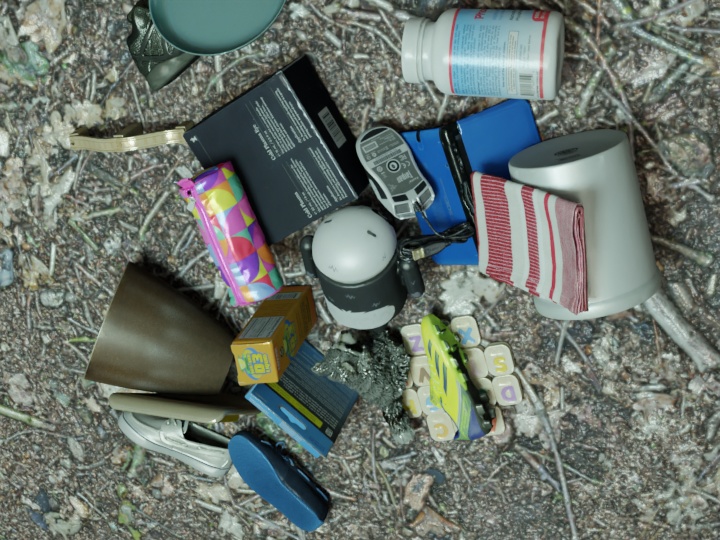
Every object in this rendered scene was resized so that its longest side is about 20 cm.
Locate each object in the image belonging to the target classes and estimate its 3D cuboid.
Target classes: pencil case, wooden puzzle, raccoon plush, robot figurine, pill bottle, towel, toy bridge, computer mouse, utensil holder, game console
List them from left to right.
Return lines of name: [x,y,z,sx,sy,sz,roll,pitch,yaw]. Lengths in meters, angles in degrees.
toy bridge: [-0.338,-0.193,1.658,0.197,0.067,0.028,-1,112,18]
wooden puzzle: [-0.262,0.210,1.734,0.182,0.200,0.038,6,90,14]
pencil case: [-0.178,-0.048,1.548,0.087,0.089,0.202,-19,107,23]
robot figurine: [0.002,-0.001,1.588,0.148,0.126,0.201,-20,140,-4]
raccoon plush: [0.016,0.177,1.651,0.096,0.133,0.202,-26,92,40]
computer mouse: [0.061,-0.105,1.533,0.109,0.044,0.202,-26,73,-13]
game console: [0.161,-0.121,1.566,0.169,0.118,0.203,1,116,50]
pill bottle: [0.156,-0.277,1.449,0.197,0.109,0.110,5,114,14]
towel: [0.208,-0.038,1.430,0.199,0.023,0.146,26,130,52]
utensil holder: [0.288,-0.063,1.472,0.168,0.170,0.203,-10,106,20]

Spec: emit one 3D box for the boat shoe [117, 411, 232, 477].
boat shoe: [-0.294,0.264,1.839,0.198,0.072,0.066,27,113,3]

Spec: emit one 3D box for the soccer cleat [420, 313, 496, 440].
soccer cleat: [0.125,0.161,1.655,0.083,0.065,0.202,-22,103,25]

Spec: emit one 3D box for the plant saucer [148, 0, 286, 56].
plant saucer: [-0.183,-0.368,1.502,0.197,0.027,0.203,-4,71,12]

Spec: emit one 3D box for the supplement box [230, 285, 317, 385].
supplement box: [-0.122,0.090,1.638,0.068,0.200,0.068,-3,112,18]

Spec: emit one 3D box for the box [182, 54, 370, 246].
box: [-0.111,-0.161,1.581,0.181,0.104,0.202,-26,103,25]

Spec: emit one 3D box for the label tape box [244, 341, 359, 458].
label tape box: [-0.092,0.196,1.674,0.144,0.200,0.063,41,118,-3]

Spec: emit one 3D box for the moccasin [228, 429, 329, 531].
moccasin: [-0.132,0.331,1.821,0.080,0.068,0.201,-36,98,34]

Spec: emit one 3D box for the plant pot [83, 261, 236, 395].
plant pot: [-0.293,0.110,1.728,0.197,0.188,0.189,21,118,-9]

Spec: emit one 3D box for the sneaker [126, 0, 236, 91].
sneaker: [-0.247,-0.346,1.559,0.198,0.076,0.115,-33,102,27]

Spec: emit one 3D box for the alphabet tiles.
alphabet tiles: [0.138,0.165,1.696,0.197,0.015,0.198,-10,109,20]
